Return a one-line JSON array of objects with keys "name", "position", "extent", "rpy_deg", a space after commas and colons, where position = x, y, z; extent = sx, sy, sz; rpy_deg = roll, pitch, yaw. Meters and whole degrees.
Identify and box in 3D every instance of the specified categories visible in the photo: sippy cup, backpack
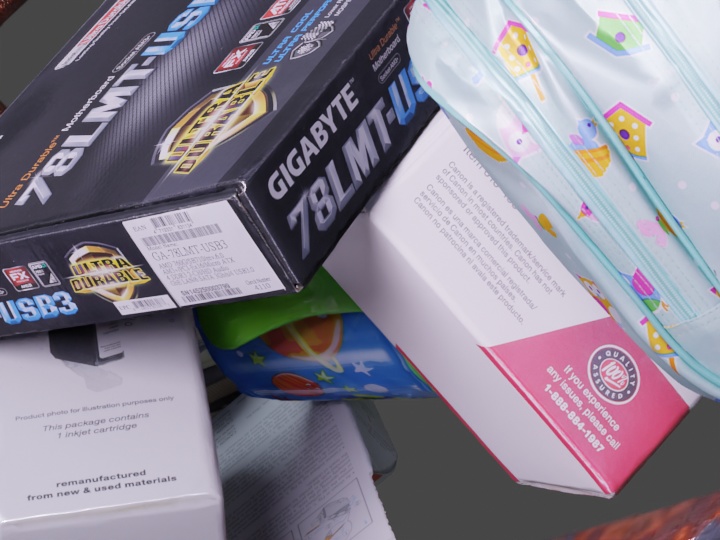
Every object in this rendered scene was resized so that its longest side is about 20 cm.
[{"name": "sippy cup", "position": [0.000, 0.000, 0.913], "extent": [0.130, 0.178, 0.140], "rpy_deg": [-13, 56, 33]}, {"name": "backpack", "position": [0.112, -0.043, 0.649], "extent": [0.127, 0.200, 0.167], "rpy_deg": [-41, 14, 5]}]

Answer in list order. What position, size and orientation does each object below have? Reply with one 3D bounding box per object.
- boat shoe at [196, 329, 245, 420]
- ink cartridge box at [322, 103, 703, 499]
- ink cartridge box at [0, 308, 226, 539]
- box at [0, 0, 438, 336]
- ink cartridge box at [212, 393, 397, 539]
[{"name": "boat shoe", "position": [-0.041, 0.031, 1.048], "extent": [0.200, 0.073, 0.075], "rpy_deg": [-12, 40, -22]}, {"name": "ink cartridge box", "position": [0.097, -0.036, 0.792], "extent": [0.200, 0.145, 0.084], "rpy_deg": [-46, 15, -17]}, {"name": "ink cartridge box", "position": [-0.102, 0.077, 0.839], "extent": [0.084, 0.144, 0.200], "rpy_deg": [-6, 38, -6]}, {"name": "box", "position": [-0.061, -0.058, 0.784], "extent": [0.198, 0.050, 0.200], "rpy_deg": [-6, 35, 39]}, {"name": "ink cartridge box", "position": [-0.050, 0.134, 0.935], "extent": [0.163, 0.057, 0.200], "rpy_deg": [-40, 31, 8]}]
